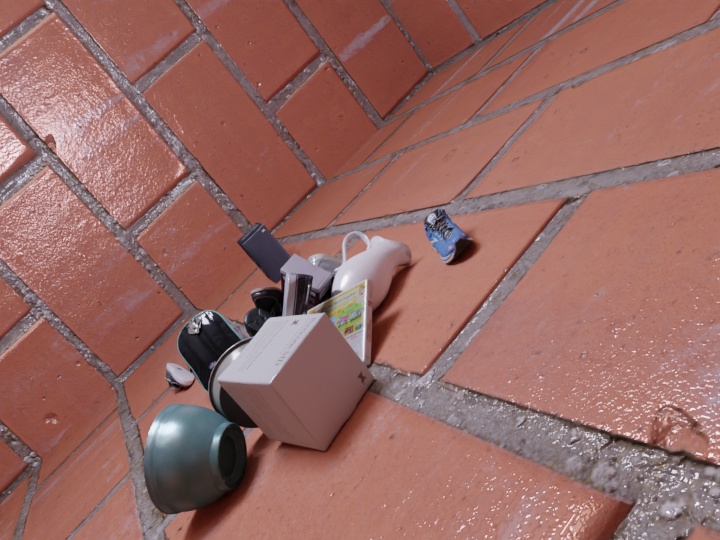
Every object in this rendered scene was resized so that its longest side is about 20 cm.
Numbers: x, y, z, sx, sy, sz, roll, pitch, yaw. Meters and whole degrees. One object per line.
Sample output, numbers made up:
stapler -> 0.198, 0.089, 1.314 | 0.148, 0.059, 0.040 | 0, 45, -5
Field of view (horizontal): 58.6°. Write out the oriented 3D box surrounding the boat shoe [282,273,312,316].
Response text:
boat shoe -> -0.131, 0.109, 1.360 | 0.072, 0.066, 0.206 | -173, 87, -76

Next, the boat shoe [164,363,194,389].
boat shoe -> -0.616, 0.369, 2.158 | 0.198, 0.071, 0.070 | 13, 88, 55

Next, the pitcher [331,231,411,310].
pitcher -> 0.000, 0.000, 1.462 | 0.169, 0.123, 0.201 | 24, 52, 23

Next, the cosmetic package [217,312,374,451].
cosmetic package -> -0.117, 0.197, 1.162 | 0.198, 0.168, 0.168 | -9, 34, 50

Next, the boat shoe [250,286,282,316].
boat shoe -> -0.209, 0.091, 1.512 | 0.071, 0.064, 0.201 | -11, -20, 2

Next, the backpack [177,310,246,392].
backpack -> -0.406, 0.217, 1.790 | 0.176, 0.201, 0.153 | -43, -1, -2

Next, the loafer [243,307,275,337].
loafer -> -0.175, 0.160, 1.449 | 0.073, 0.198, 0.073 | -48, -17, -34

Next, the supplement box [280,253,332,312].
supplement box -> -0.125, 0.068, 1.484 | 0.061, 0.107, 0.203 | -49, -22, -37

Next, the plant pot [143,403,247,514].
plant pot -> -0.297, 0.355, 1.219 | 0.131, 0.205, 0.201 | -6, 27, 15

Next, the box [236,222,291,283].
box -> -0.365, -0.071, 2.471 | 0.117, 0.198, 0.200 | -43, 16, -9

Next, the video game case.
video game case -> -0.049, 0.135, 1.326 | 0.198, 0.023, 0.186 | -29, 47, 40

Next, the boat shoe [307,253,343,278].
boat shoe -> -0.044, 0.019, 1.540 | 0.069, 0.198, 0.073 | -30, 56, 41

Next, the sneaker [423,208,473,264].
sneaker -> 0.174, -0.078, 1.370 | 0.078, 0.090, 0.200 | -42, 15, -1

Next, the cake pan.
cake pan -> -0.205, 0.231, 1.288 | 0.200, 0.201, 0.037 | -42, 33, -6
